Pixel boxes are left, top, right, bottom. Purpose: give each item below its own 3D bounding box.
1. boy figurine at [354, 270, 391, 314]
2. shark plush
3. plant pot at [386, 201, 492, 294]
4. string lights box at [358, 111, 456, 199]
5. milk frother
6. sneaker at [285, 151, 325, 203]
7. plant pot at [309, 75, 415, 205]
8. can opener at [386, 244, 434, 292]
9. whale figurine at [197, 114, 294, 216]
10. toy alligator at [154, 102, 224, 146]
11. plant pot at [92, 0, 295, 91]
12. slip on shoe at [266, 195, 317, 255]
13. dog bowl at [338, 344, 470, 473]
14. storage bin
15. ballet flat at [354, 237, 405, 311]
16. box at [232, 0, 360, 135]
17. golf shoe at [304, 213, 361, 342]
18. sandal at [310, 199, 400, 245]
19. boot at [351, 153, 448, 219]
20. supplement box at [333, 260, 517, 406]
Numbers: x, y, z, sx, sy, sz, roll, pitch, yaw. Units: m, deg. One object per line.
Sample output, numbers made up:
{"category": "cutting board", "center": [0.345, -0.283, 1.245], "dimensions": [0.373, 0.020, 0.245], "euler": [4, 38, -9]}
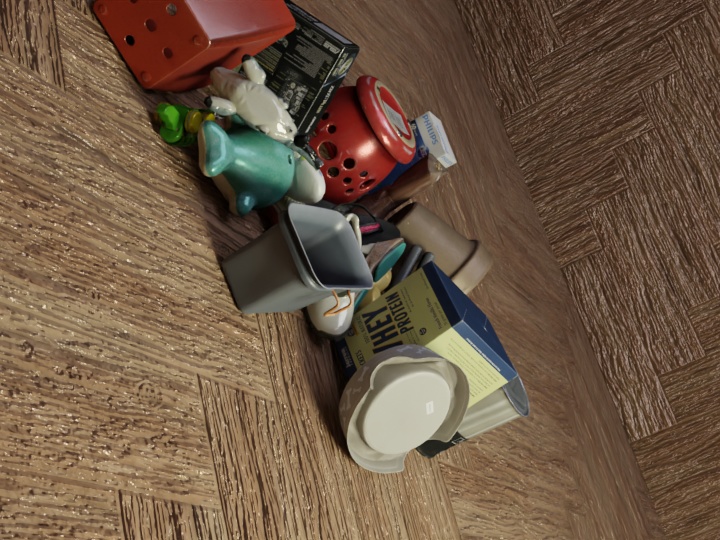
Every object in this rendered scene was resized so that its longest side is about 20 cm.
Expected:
{"category": "boy figurine", "center": [0.003, 0.001, 1.700], "dimensions": [0.124, 0.064, 0.201], "euler": [11, 51, -33]}
{"category": "shark plush", "center": [-0.125, -0.222, 1.395], "dimensions": [0.200, 0.091, 0.083], "euler": [29, -4, -7]}
{"category": "plant pot", "center": [0.115, -0.027, 1.859], "dimensions": [0.175, 0.200, 0.200], "euler": [49, 22, -10]}
{"category": "string lights box", "center": [0.077, -0.216, 1.972], "dimensions": [0.059, 0.200, 0.103], "euler": [25, 42, -59]}
{"category": "milk frother", "center": [0.162, 0.183, 1.698], "dimensions": [0.200, 0.188, 0.180], "euler": [62, 19, -2]}
{"category": "sneaker", "center": [-0.100, -0.172, 1.553], "dimensions": [0.105, 0.076, 0.200], "euler": [-3, 40, -50]}
{"category": "plant pot", "center": [-0.012, -0.246, 1.825], "dimensions": [0.201, 0.182, 0.201], "euler": [50, 21, -28]}
{"category": "can opener", "center": [0.072, 0.040, 1.711], "dimensions": [0.053, 0.067, 0.200], "euler": [29, 68, -1]}
{"category": "whale figurine", "center": [-0.159, -0.157, 1.412], "dimensions": [0.200, 0.103, 0.160], "euler": [23, 63, -72]}
{"category": "toy alligator", "center": [-0.237, -0.202, 1.408], "dimensions": [0.200, 0.059, 0.054], "euler": [-20, 126, -73]}
{"category": "plant pot", "center": [-0.247, -0.361, 1.394], "dimensions": [0.200, 0.200, 0.176], "euler": [58, 31, -12]}
{"category": "slip on shoe", "center": [-0.117, -0.085, 1.547], "dimensions": [0.074, 0.061, 0.200], "euler": [0, 49, -45]}
{"category": "dog bowl", "center": [0.058, 0.194, 1.440], "dimensions": [0.200, 0.200, 0.059], "euler": [44, 2, -42]}
{"category": "storage bin", "center": [-0.087, 0.005, 1.388], "dimensions": [0.200, 0.134, 0.146], "euler": [1, 64, -67]}
{"category": "ballet flat", "center": [0.000, 0.000, 1.614], "dimensions": [0.067, 0.068, 0.200], "euler": [32, 52, 11]}
{"category": "box", "center": [-0.129, -0.330, 1.557], "dimensions": [0.200, 0.164, 0.086], "euler": [34, 18, 8]}
{"category": "golf shoe", "center": [-0.038, 0.007, 1.518], "dimensions": [0.077, 0.088, 0.201], "euler": [10, 62, -11]}
{"category": "sandal", "center": [-0.016, -0.084, 1.679], "dimensions": [0.199, 0.045, 0.075], "euler": [18, 45, -24]}
{"category": "boot", "center": [0.066, -0.132, 1.836], "dimensions": [0.064, 0.200, 0.187], "euler": [54, 21, -22]}
{"category": "supplement box", "center": [0.099, 0.130, 1.564], "dimensions": [0.200, 0.200, 0.134], "euler": [42, 17, -44]}
